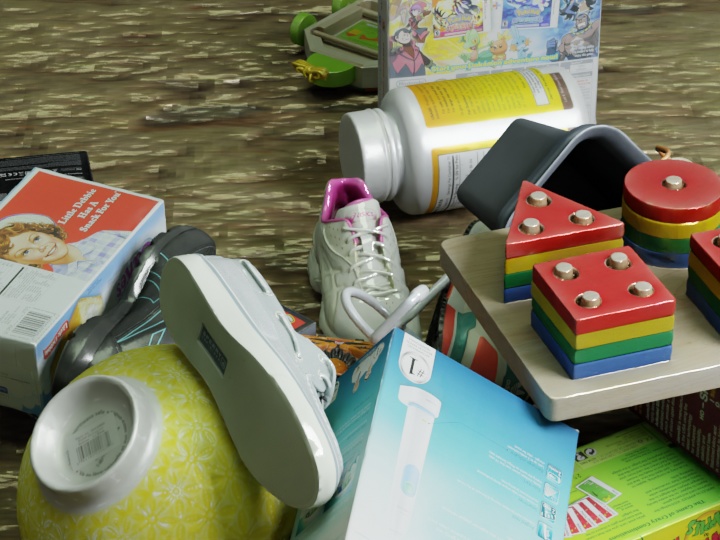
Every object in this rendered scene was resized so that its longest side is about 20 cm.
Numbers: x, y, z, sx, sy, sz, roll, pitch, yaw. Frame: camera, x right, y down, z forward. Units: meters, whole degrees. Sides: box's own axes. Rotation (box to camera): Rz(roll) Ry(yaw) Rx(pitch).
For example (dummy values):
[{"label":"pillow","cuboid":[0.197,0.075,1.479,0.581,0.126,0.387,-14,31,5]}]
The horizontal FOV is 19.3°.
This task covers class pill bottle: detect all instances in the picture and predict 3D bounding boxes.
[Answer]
[{"label":"pill bottle","cuboid":[0.087,-0.108,1.790,0.199,0.110,0.109,-9,33,-15]}]

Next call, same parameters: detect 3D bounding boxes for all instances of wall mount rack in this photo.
[{"label":"wall mount rack","cuboid":[0.086,0.058,1.489,0.200,0.075,0.174,45,20,5]}]

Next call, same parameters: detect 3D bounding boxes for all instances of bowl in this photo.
[{"label":"bowl","cuboid":[-0.146,0.123,1.328,0.200,0.108,0.201,-15,55,23]}]

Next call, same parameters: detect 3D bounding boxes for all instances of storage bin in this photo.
[{"label":"storage bin","cuboid":[0.175,-0.035,1.584,0.146,0.200,0.134,-51,29,-1]}]

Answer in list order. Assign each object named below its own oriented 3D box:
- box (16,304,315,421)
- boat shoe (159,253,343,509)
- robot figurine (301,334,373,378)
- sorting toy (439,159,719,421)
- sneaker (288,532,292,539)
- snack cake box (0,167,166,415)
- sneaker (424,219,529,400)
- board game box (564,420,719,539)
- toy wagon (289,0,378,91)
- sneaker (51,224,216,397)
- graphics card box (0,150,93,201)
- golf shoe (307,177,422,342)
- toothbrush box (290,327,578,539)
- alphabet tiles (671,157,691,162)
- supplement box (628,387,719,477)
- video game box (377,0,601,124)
[{"label":"box","cuboid":[-0.149,0.068,1.572,0.137,0.040,0.200,26,40,34]},{"label":"boat shoe","cuboid":[-0.052,0.060,1.290,0.071,0.070,0.201,-8,46,-33]},{"label":"robot figurine","cuboid":[-0.020,0.089,1.473,0.144,0.058,0.200,6,13,2]},{"label":"sorting toy","cuboid":[0.179,-0.001,1.400,0.199,0.070,0.199,-11,34,-16]},{"label":"sneaker","cuboid":[-0.017,0.167,1.395,0.200,0.075,0.115,28,36,22]},{"label":"snack cake box","cuboid":[-0.237,0.012,1.554,0.115,0.067,0.200,13,38,19]},{"label":"sneaker","cuboid":[0.105,0.037,1.612,0.093,0.070,0.200,21,32,0]},{"label":"board game box","cuboid":[0.191,0.156,1.423,0.199,0.048,0.102,-18,37,-26]},{"label":"toy wagon","cuboid":[0.007,-0.214,2.027,0.155,0.040,0.200,21,38,31]},{"label":"sneaker","cuboid":[-0.145,0.044,1.522,0.079,0.076,0.200,24,44,10]},{"label":"graphics card box","cuboid":[-0.271,-0.026,1.713,0.125,0.051,0.200,-7,34,-11]},{"label":"golf shoe","cuboid":[0.000,0.000,1.630,0.075,0.092,0.200,-6,31,-14]},{"label":"toothbrush box","cuboid":[0.042,0.159,1.281,0.146,0.085,0.200,29,45,-18]},{"label":"alphabet tiles","cuboid":[0.286,-0.036,1.764,0.200,0.015,0.196,-20,36,-29]},{"label":"supplement box","cuboid":[0.264,0.073,1.429,0.110,0.086,0.200,-20,37,-28]},{"label":"video game box","cuboid":[0.113,-0.199,1.868,0.199,0.183,0.047,-7,32,-12]}]
